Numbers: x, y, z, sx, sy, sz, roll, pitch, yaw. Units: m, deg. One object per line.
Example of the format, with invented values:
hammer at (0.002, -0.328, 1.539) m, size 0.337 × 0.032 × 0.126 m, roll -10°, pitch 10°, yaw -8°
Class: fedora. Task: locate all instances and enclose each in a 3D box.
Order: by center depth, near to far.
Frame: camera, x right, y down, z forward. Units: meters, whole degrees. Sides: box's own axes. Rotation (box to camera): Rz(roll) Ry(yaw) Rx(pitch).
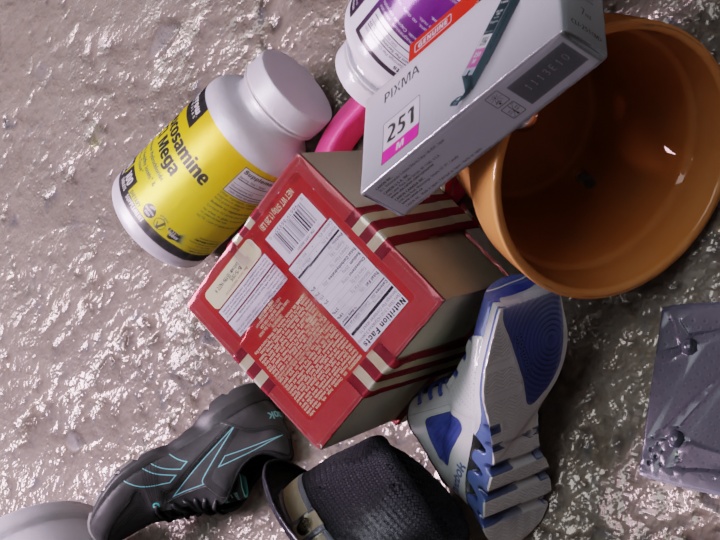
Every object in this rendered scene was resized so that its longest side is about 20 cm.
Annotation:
fedora at (0.019, 0.188, 1.138) m, size 0.092 × 0.200 × 0.201 m, roll -46°, pitch 52°, yaw 6°

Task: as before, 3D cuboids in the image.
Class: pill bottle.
pill bottle at (0.062, -0.211, 1.196) m, size 0.200 × 0.112 × 0.113 m, roll -46°, pitch 51°, yaw 44°
pill bottle at (-0.123, -0.103, 1.380) m, size 0.200 × 0.112 × 0.113 m, roll -41°, pitch 55°, yaw 24°

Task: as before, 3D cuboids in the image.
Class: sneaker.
sneaker at (0.084, 0.095, 1.144) m, size 0.115 × 0.080 × 0.200 m, roll 28°, pitch 122°, yaw 48°
sneaker at (-0.147, 0.182, 1.322) m, size 0.200 × 0.075 × 0.079 m, roll -38°, pitch 69°, yaw 3°

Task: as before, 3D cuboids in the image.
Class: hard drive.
hard drive at (0.289, 0.091, 1.021) m, size 0.199 × 0.042 × 0.136 m, roll 2°, pitch 79°, yaw 41°

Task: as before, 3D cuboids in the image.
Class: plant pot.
plant pot at (0.150, -0.097, 1.110) m, size 0.201 × 0.199 × 0.140 m, roll -62°, pitch 32°, yaw 8°

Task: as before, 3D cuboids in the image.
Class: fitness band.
fitness band at (0.036, -0.107, 1.297) m, size 0.200 × 0.037 × 0.144 m, roll -43°, pitch 54°, yaw 21°

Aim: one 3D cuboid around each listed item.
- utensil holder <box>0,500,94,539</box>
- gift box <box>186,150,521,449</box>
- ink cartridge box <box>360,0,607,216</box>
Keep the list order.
utensil holder at (-0.256, 0.330, 1.333) m, size 0.170 × 0.170 × 0.200 m, roll -51°, pitch 54°, yaw 17°
gift box at (0.000, 0.000, 1.184) m, size 0.185 × 0.187 × 0.200 m, roll -46°, pitch 73°, yaw 23°
ink cartridge box at (0.079, -0.156, 1.034) m, size 0.200 × 0.043 × 0.174 m, roll -37°, pitch 37°, yaw 39°
